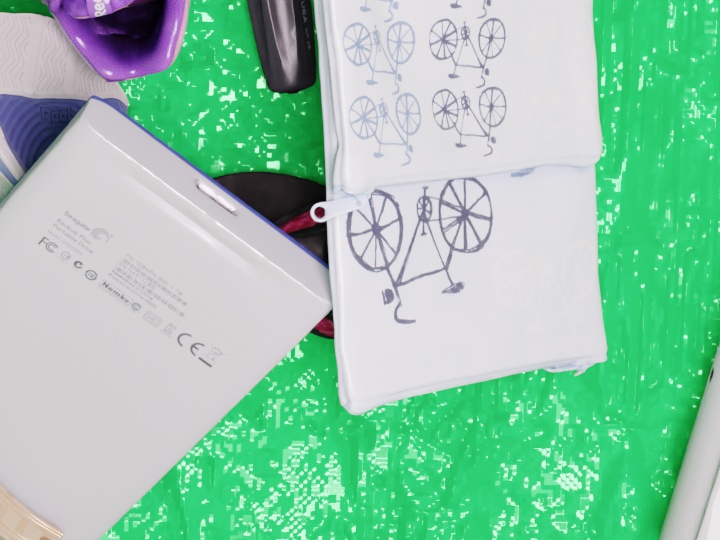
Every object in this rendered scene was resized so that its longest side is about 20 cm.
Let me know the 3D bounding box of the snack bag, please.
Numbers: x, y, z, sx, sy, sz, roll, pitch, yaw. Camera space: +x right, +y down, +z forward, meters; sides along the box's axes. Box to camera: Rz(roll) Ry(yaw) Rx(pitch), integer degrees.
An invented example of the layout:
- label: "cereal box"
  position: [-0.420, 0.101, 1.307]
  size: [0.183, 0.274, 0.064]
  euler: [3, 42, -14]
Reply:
- label: "snack bag"
  position: [0.047, -0.043, 1.168]
  size: [0.189, 0.021, 0.200]
  euler: [-8, 98, -49]

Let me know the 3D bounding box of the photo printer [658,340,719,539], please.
- label: "photo printer"
  position: [0.243, 0.056, 1.243]
  size: [0.166, 0.069, 0.200]
  euler: [16, 96, -8]

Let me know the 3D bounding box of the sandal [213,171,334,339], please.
- label: "sandal"
  position: [0.000, 0.000, 1.218]
  size: [0.200, 0.045, 0.075]
  euler: [9, 89, -9]

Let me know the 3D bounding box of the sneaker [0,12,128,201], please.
- label: "sneaker"
  position: [-0.203, -0.079, 1.169]
  size: [0.199, 0.115, 0.081]
  euler: [25, 70, -41]

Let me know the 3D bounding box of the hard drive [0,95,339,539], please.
- label: "hard drive"
  position: [-0.118, 0.030, 1.169]
  size: [0.132, 0.025, 0.200]
  euler: [37, 124, -13]

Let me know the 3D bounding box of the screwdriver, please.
- label: "screwdriver"
  position: [-0.048, -0.176, 1.199]
  size: [0.029, 0.028, 0.200]
  euler: [-20, 104, -32]

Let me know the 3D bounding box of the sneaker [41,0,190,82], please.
- label: "sneaker"
  position: [-0.112, -0.153, 1.115]
  size: [0.080, 0.088, 0.200]
  euler: [-8, 141, 12]

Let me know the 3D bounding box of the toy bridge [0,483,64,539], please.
- label: "toy bridge"
  position: [-0.220, 0.075, 1.190]
  size: [0.200, 0.067, 0.027]
  euler: [31, 51, -5]
